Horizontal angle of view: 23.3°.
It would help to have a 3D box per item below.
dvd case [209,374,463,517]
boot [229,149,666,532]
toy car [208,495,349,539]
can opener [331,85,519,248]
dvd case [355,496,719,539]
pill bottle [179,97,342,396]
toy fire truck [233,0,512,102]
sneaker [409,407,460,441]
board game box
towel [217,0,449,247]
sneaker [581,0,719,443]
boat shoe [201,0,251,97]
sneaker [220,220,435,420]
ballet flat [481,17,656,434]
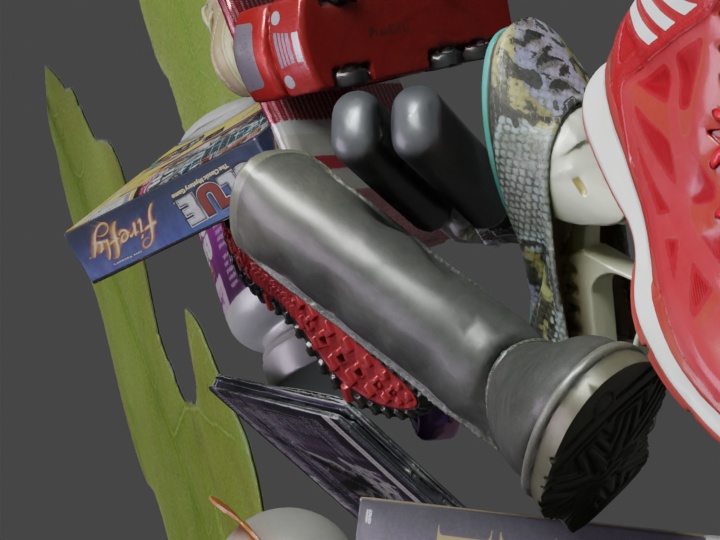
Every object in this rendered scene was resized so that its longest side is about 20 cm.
[{"bbox_3d":[-0.004,0.123,1.103,0.149,0.016,0.200,44,164,-21],"label":"dvd case"},{"bbox_3d":[0.028,0.014,0.713,0.200,0.073,0.182,47,168,18],"label":"boot"},{"bbox_3d":[-0.038,0.213,1.108,0.200,0.184,0.177,58,170,-14],"label":"toy car"},{"bbox_3d":[0.042,-0.053,0.798,0.200,0.053,0.067,36,-126,-65],"label":"can opener"},{"bbox_3d":[0.076,0.184,0.776,0.200,0.016,0.149,1,81,34],"label":"dvd case"},{"bbox_3d":[-0.051,-0.013,1.208,0.112,0.112,0.200,106,148,-61],"label":"pill bottle"},{"bbox_3d":[-0.002,-0.118,0.882,0.141,0.200,0.049,-6,99,46],"label":"toy fire truck"},{"bbox_3d":[0.003,0.020,1.087,0.081,0.088,0.201,108,144,-61],"label":"sneaker"},{"bbox_3d":[-0.073,-0.067,1.024,0.035,0.135,0.200,60,-154,-11],"label":"board game box"},{"bbox_3d":[-0.019,-0.101,0.970,0.023,0.144,0.201,-25,82,29],"label":"towel"},{"bbox_3d":[0.133,-0.031,0.594,0.116,0.078,0.200,96,155,-54],"label":"sneaker"},{"bbox_3d":[-0.058,-0.150,1.037,0.072,0.065,0.200,56,-154,-22],"label":"boat shoe"},{"bbox_3d":[0.000,0.000,1.001,0.200,0.095,0.079,47,156,37],"label":"sneaker"},{"bbox_3d":[0.103,-0.013,0.768,0.072,0.072,0.201,-145,43,-68],"label":"ballet flat"}]
